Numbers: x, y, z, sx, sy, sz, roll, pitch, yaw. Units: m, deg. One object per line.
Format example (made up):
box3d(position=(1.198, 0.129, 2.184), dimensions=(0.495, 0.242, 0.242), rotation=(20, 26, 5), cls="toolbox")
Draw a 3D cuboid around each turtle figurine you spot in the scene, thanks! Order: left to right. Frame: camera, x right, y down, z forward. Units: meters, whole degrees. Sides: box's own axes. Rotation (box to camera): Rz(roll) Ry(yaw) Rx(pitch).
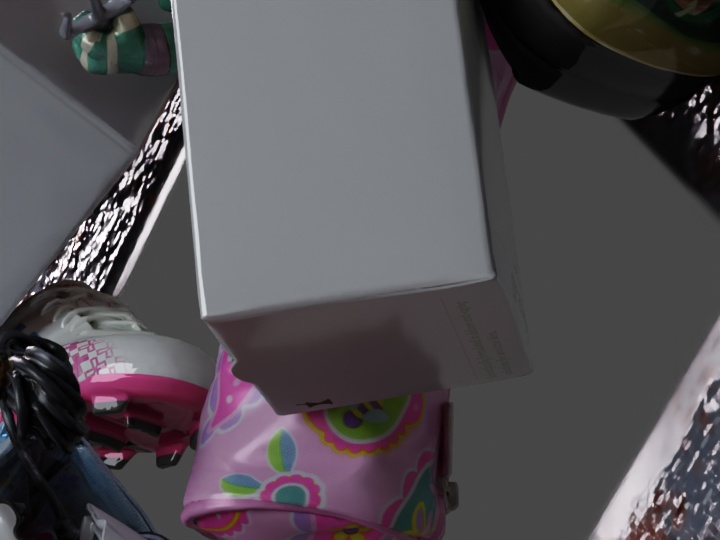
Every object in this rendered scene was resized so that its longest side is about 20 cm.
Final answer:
box3d(position=(-0.042, -0.123, 0.960), dimensions=(0.150, 0.101, 0.200), rotation=(-50, 15, 8), cls="turtle figurine")

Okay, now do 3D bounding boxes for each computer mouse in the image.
box3d(position=(-0.063, 0.105, 0.820), dimensions=(0.044, 0.200, 0.110), rotation=(-29, 1, -10), cls="computer mouse")

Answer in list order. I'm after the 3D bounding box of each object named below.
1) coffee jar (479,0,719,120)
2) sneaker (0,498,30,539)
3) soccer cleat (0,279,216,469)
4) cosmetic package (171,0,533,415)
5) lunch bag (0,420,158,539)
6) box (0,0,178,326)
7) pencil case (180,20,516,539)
box3d(position=(0.109, -0.128, 0.691), dimensions=(0.200, 0.085, 0.105), rotation=(-40, 44, 44), cls="coffee jar")
box3d(position=(-0.123, 0.132, 0.785), dimensions=(0.200, 0.090, 0.066), rotation=(55, 160, 15), cls="sneaker")
box3d(position=(-0.112, 0.036, 1.018), dimensions=(0.200, 0.070, 0.087), rotation=(-22, 54, 57), cls="soccer cleat")
box3d(position=(-0.007, -0.070, 0.745), dimensions=(0.108, 0.085, 0.201), rotation=(61, -160, -72), cls="cosmetic package")
box3d(position=(-0.131, 0.170, 0.907), dimensions=(0.170, 0.127, 0.200), rotation=(-37, 53, 48), cls="lunch bag")
box3d(position=(-0.174, -0.035, 1.062), dimensions=(0.200, 0.106, 0.152), rotation=(-49, 10, 22), cls="box")
box3d(position=(0.000, 0.000, 0.823), dimensions=(0.087, 0.087, 0.201), rotation=(-20, 56, 57), cls="pencil case")
